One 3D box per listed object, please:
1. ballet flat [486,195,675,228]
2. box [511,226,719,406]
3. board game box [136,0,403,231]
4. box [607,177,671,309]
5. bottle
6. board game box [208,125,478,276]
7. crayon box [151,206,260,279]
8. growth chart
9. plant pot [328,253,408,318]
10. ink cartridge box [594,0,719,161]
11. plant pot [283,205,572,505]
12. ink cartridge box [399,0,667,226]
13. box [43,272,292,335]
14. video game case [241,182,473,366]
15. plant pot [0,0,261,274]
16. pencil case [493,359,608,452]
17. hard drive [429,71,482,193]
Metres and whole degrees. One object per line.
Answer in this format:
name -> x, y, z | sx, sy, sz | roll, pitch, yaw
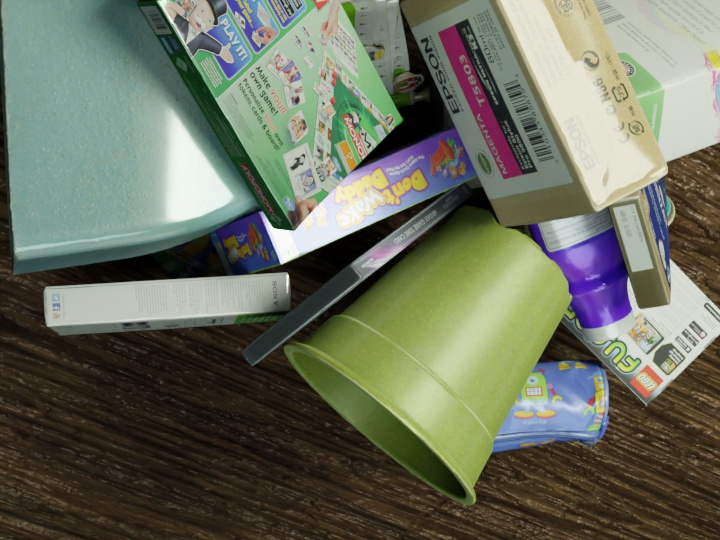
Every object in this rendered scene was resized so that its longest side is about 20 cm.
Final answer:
ballet flat -> 0.185, -0.036, 1.577 | 0.198, 0.070, 0.070 | -7, 129, -5
box -> 0.222, 0.013, 1.535 | 0.110, 0.035, 0.200 | -44, 105, 6
board game box -> -0.060, -0.148, 1.248 | 0.135, 0.029, 0.201 | -46, 122, -28
box -> 0.232, -0.081, 1.456 | 0.032, 0.201, 0.122 | -11, 131, 16
bottle -> 0.182, -0.039, 1.464 | 0.083, 0.065, 0.201 | -23, 106, -3
board game box -> -0.012, -0.057, 1.423 | 0.199, 0.134, 0.045 | -25, 95, -22
crayon box -> -0.148, -0.089, 1.463 | 0.125, 0.052, 0.201 | -24, 128, 7
growth chart -> -0.022, -0.171, 1.406 | 0.144, 0.018, 0.200 | -17, 154, 4
plant pot -> 0.069, 0.087, 1.622 | 0.199, 0.093, 0.202 | -6, 129, -8
ink cartridge box -> 0.242, -0.167, 1.391 | 0.199, 0.145, 0.088 | -22, 135, -20
plant pot -> 0.073, 0.056, 1.424 | 0.190, 0.200, 0.200 | -49, 128, -12
ink cartridge box -> 0.125, -0.139, 1.294 | 0.075, 0.165, 0.201 | -28, 96, -20
box -> -0.160, 0.029, 1.453 | 0.198, 0.144, 0.037 | -2, 85, -7
video game case -> 0.000, 0.000, 1.419 | 0.143, 0.200, 0.019 | -39, 88, 37
plant pot -> -0.170, -0.106, 1.312 | 0.198, 0.196, 0.197 | -4, 87, -12
pencil case -> 0.125, 0.126, 1.548 | 0.198, 0.087, 0.078 | -4, 140, -9
hard drive -> 0.127, -0.167, 1.456 | 0.139, 0.038, 0.201 | -14, 130, -15
